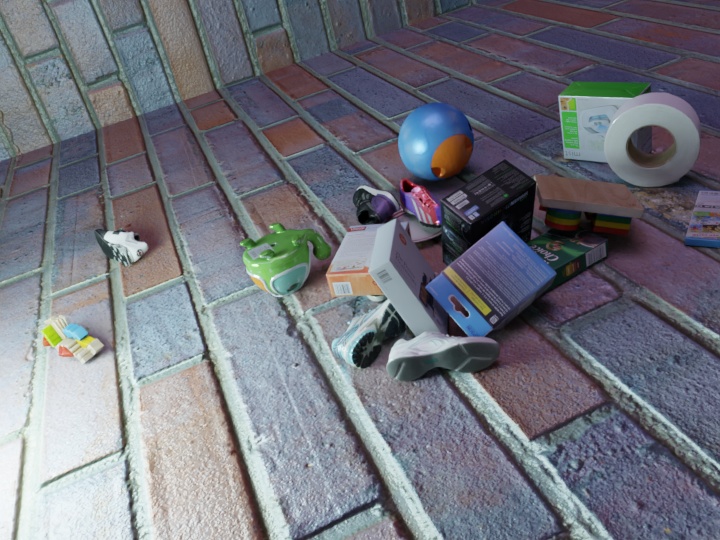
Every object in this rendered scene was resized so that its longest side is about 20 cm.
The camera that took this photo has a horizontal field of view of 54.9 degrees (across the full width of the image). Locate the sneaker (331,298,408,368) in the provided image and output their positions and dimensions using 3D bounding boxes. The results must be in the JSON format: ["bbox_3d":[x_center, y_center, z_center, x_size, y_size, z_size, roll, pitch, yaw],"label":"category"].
[{"bbox_3d":[0.021,0.100,1.324,0.086,0.078,0.200,12,40,42],"label":"sneaker"}]

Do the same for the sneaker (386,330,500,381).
[{"bbox_3d":[0.143,0.136,1.216,0.198,0.071,0.081,-8,32,12],"label":"sneaker"}]

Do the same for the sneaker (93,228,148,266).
[{"bbox_3d":[-0.652,-0.075,1.898,0.199,0.075,0.088,26,49,35],"label":"sneaker"}]

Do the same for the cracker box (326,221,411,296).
[{"bbox_3d":[0.023,-0.025,1.415,0.133,0.058,0.201,-3,32,18],"label":"cracker box"}]

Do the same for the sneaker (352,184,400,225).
[{"bbox_3d":[0.013,-0.158,1.725,0.087,0.076,0.200,-41,22,-15],"label":"sneaker"}]

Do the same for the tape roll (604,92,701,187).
[{"bbox_3d":[0.655,-0.291,1.556,0.201,0.204,0.071,3,34,26],"label":"tape roll"}]

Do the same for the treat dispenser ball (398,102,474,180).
[{"bbox_3d":[0.198,-0.338,1.822,0.199,0.202,0.201,-11,31,7],"label":"treat dispenser ball"}]

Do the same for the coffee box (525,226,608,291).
[{"bbox_3d":[0.385,-0.026,1.397,0.199,0.044,0.123,-26,33,-18],"label":"coffee box"}]

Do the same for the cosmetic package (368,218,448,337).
[{"bbox_3d":[0.095,0.024,1.290,0.051,0.200,0.151,-27,26,21],"label":"cosmetic package"}]

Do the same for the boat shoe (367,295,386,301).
[{"bbox_3d":[0.000,0.000,1.503,0.074,0.062,0.200,-23,32,-14],"label":"boat shoe"}]

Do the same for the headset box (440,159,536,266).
[{"bbox_3d":[0.256,-0.089,1.400,0.173,0.201,0.093,-32,53,-18],"label":"headset box"}]

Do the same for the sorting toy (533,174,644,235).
[{"bbox_3d":[0.464,-0.134,1.447,0.197,0.070,0.200,8,22,7],"label":"sorting toy"}]

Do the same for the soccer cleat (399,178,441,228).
[{"bbox_3d":[0.151,-0.159,1.636,0.068,0.074,0.200,-25,32,-17],"label":"soccer cleat"}]

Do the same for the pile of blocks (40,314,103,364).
[{"bbox_3d":[-0.650,0.152,1.520,0.199,0.083,0.062,10,38,34],"label":"pile of blocks"}]

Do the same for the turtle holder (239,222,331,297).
[{"bbox_3d":[-0.169,-0.027,1.552,0.140,0.133,0.186,8,37,35],"label":"turtle holder"}]

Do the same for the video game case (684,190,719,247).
[{"bbox_3d":[0.745,-0.104,1.395,0.142,0.018,0.200,7,37,31],"label":"video game case"}]

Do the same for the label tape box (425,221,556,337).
[{"bbox_3d":[0.238,0.028,1.282,0.200,0.066,0.143,-39,70,-8],"label":"label tape box"}]

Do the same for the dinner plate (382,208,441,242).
[{"bbox_3d":[0.135,-0.111,1.661,0.198,0.024,0.201,-10,32,6],"label":"dinner plate"}]

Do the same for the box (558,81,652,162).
[{"bbox_3d":[0.608,-0.367,1.718,0.199,0.178,0.097,15,43,39],"label":"box"}]
